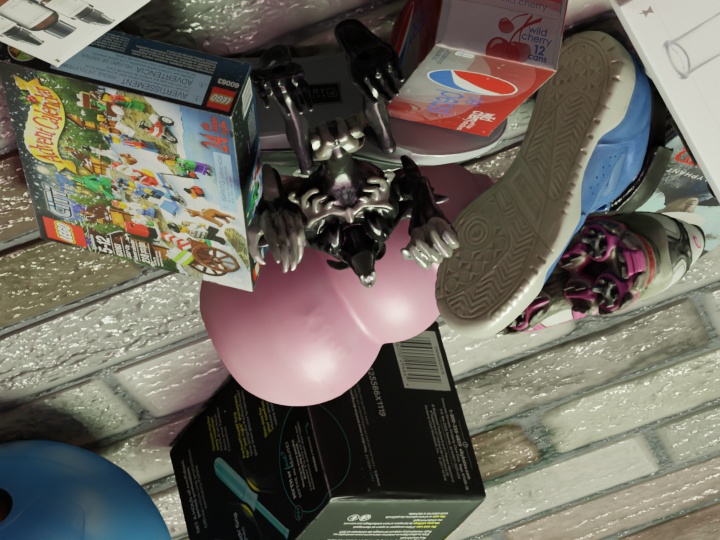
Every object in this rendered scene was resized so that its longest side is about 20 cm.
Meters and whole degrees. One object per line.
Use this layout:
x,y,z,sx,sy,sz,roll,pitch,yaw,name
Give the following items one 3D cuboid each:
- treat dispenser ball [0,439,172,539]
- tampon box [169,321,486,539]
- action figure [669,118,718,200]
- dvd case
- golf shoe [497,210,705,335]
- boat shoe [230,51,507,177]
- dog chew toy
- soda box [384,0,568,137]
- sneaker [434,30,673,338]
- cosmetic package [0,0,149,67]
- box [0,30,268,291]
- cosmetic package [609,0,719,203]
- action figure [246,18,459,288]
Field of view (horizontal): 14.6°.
-0.226,0.218,1.957,0.200,0.201,0.201,-12,152,-7,treat dispenser ball
-0.027,0.144,1.978,0.126,0.150,0.200,3,147,-30,tampon box
0.229,-0.105,1.690,0.069,0.130,0.200,-33,141,-17,action figure
0.244,-0.076,1.855,0.146,0.022,0.200,13,141,-42,dvd case
0.135,0.000,1.839,0.092,0.073,0.200,-15,-172,-43,golf shoe
-0.015,-0.083,1.659,0.199,0.074,0.068,-5,157,-15,boat shoe
0.000,0.000,1.772,0.200,0.125,0.125,-29,150,10,dog chew toy
0.061,-0.126,1.541,0.070,0.064,0.200,11,172,-7,soda box
0.125,-0.040,1.726,0.111,0.077,0.200,29,85,-57,sneaker
-0.117,-0.183,1.449,0.200,0.051,0.082,-32,149,28,cosmetic package
-0.126,-0.065,1.605,0.136,0.038,0.200,13,153,9,box
0.243,-0.122,1.591,0.151,0.052,0.200,-30,122,5,cosmetic package
-0.010,-0.042,1.569,0.118,0.102,0.200,-10,142,2,action figure
